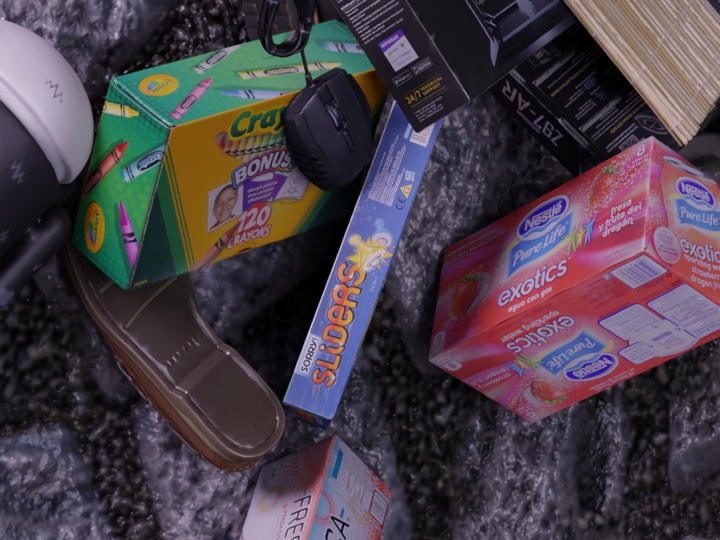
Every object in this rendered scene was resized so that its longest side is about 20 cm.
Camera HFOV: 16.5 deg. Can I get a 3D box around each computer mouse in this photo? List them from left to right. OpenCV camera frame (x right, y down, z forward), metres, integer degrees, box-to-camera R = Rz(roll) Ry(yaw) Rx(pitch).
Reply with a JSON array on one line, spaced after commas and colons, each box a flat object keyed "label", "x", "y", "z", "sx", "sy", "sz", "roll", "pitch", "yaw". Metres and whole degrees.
[{"label": "computer mouse", "x": -0.022, "y": -0.112, "z": 1.460, "sx": 0.059, "sy": 0.034, "sz": 0.200, "roll": -42, "pitch": 149, "yaw": -16}]

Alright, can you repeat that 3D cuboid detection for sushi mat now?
[{"label": "sushi mat", "x": 0.173, "y": -0.180, "z": 1.602, "sx": 0.200, "sy": 0.012, "sz": 0.096, "roll": 48, "pitch": 55, "yaw": -19}]

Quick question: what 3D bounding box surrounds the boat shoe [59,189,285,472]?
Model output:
[{"label": "boat shoe", "x": -0.130, "y": 0.043, "z": 1.552, "sx": 0.072, "sy": 0.068, "sz": 0.200, "roll": -32, "pitch": 87, "yaw": -28}]

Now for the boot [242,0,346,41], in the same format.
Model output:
[{"label": "boot", "x": -0.012, "y": -0.238, "z": 1.600, "sx": 0.138, "sy": 0.077, "sz": 0.201, "roll": -16, "pitch": 116, "yaw": -32}]

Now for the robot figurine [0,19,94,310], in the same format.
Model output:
[{"label": "robot figurine", "x": -0.247, "y": -0.057, "z": 1.447, "sx": 0.200, "sy": 0.125, "sz": 0.150, "roll": -47, "pitch": 159, "yaw": -18}]

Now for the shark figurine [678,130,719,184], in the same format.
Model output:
[{"label": "shark figurine", "x": 0.213, "y": -0.048, "z": 1.734, "sx": 0.214, "sy": 0.089, "sz": 0.128, "roll": -40, "pitch": 111, "yaw": -23}]

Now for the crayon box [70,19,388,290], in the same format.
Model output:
[{"label": "crayon box", "x": -0.076, "y": -0.073, "z": 1.520, "sx": 0.200, "sy": 0.058, "sz": 0.119, "roll": -20, "pitch": 138, "yaw": -44}]

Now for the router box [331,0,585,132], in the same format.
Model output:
[{"label": "router box", "x": 0.058, "y": -0.197, "z": 1.558, "sx": 0.157, "sy": 0.052, "sz": 0.200, "roll": 57, "pitch": 42, "yaw": -4}]

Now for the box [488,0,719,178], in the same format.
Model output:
[{"label": "box", "x": 0.185, "y": -0.162, "z": 1.683, "sx": 0.200, "sy": 0.044, "sz": 0.160, "roll": -41, "pitch": 79, "yaw": -21}]

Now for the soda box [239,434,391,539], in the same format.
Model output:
[{"label": "soda box", "x": -0.041, "y": 0.200, "z": 1.563, "sx": 0.064, "sy": 0.068, "sz": 0.200, "roll": 47, "pitch": 36, "yaw": -25}]

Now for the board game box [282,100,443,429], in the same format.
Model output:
[{"label": "board game box", "x": 0.000, "y": 0.000, "z": 1.587, "sx": 0.034, "sy": 0.135, "sz": 0.201, "roll": 20, "pitch": 83, "yaw": 0}]

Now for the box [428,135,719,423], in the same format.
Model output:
[{"label": "box", "x": 0.150, "y": 0.010, "z": 1.627, "sx": 0.102, "sy": 0.200, "sz": 0.095, "roll": 32, "pitch": 49, "yaw": -28}]
